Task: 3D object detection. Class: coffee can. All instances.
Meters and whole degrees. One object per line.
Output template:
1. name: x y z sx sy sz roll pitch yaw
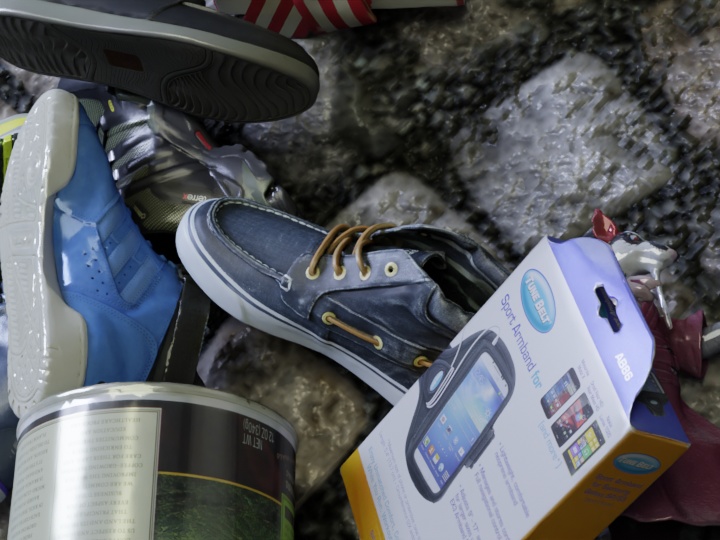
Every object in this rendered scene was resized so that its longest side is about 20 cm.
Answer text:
1. coffee can: -0.104 0.174 0.780 0.146 0.146 0.201 -8 62 15

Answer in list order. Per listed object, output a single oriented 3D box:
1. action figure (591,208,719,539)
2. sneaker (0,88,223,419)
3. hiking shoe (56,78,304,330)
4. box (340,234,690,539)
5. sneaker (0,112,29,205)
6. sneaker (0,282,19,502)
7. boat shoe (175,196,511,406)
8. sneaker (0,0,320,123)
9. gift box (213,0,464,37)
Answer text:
1. action figure: 0.135 0.063 0.804 0.149 0.134 0.200 -41 41 39
2. sneaker: -0.133 -0.003 0.882 0.077 0.111 0.200 -44 45 43
3. hiking shoe: -0.128 -0.052 0.946 0.200 0.076 0.101 36 76 29
4. box: 0.070 0.079 0.737 0.200 0.041 0.119 -49 39 29
5. sneaker: -0.259 -0.027 0.994 0.200 0.076 0.076 -29 25 8
6. sneaker: -0.235 0.044 0.939 0.200 0.081 0.147 26 66 31
7. boat shoe: 0.000 0.000 0.834 0.200 0.091 0.071 31 45 7
8. sneaker: -0.108 -0.157 0.916 0.199 0.075 0.106 15 62 8
9. gift box: -0.032 -0.254 0.964 0.199 0.185 0.187 -3 54 21
